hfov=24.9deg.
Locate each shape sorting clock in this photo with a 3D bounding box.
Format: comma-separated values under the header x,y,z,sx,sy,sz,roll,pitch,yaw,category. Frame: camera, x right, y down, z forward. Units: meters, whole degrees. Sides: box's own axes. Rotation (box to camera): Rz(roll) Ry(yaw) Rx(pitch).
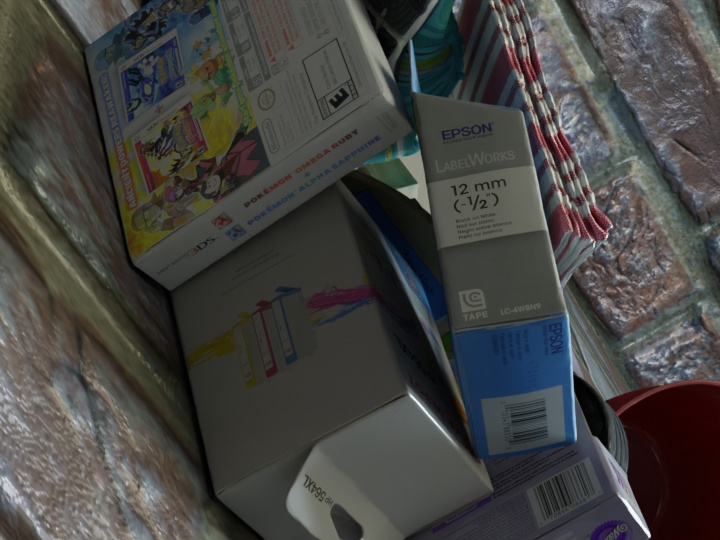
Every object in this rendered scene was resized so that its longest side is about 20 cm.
x,y,z,sx,sy,sz,roll,pitch,yaw,category
0.000,0.000,1.112,0.039,0.199,0.201,-53,124,-30,shape sorting clock

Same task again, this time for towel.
x,y,z,sx,sy,sz,roll,pitch,yaw,category
0.101,-0.084,1.032,0.146,0.030,0.201,108,-33,-70,towel

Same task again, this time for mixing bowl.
x,y,z,sx,sy,sz,roll,pitch,yaw,category
0.186,0.162,1.084,0.201,0.200,0.108,57,-15,-20,mixing bowl

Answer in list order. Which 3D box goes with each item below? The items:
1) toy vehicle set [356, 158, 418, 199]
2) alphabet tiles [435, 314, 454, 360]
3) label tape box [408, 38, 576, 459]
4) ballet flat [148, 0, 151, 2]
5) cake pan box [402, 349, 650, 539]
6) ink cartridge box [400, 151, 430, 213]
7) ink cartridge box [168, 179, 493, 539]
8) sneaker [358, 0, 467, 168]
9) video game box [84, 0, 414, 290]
x,y,z,sx,sy,sz,roll,pitch,yaw,category
-0.002,-0.019,1.201,0.201,0.026,0.125,93,-27,-42,toy vehicle set
0.068,0.120,1.116,0.200,0.166,0.008,54,11,-33,alphabet tiles
0.074,-0.016,0.924,0.144,0.066,0.201,75,8,-56,label tape box
-0.122,-0.156,1.247,0.067,0.046,0.201,48,18,-45,ballet flat
0.065,0.131,0.996,0.052,0.199,0.185,50,13,-35,cake pan box
0.038,-0.007,1.271,0.200,0.083,0.146,112,-41,-60,ink cartridge box
-0.017,0.073,0.955,0.129,0.125,0.201,49,16,-47,ink cartridge box
0.032,-0.147,1.034,0.078,0.079,0.201,66,-33,34,sneaker
-0.075,-0.112,0.996,0.047,0.181,0.201,45,20,-46,video game box
